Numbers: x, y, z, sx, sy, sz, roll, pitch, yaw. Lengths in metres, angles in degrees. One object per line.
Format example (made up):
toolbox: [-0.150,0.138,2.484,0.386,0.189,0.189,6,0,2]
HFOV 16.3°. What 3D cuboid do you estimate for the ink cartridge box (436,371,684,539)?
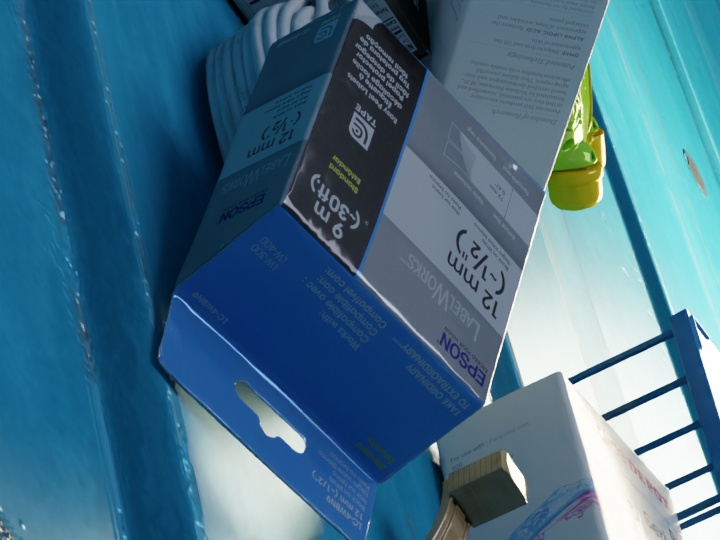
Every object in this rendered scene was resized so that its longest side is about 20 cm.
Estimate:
ink cartridge box: [0.120,0.177,1.311,0.145,0.087,0.201,47,22,-43]

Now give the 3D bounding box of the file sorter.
file sorter: [0.203,0.151,1.538,0.200,0.122,0.139,48,22,-44]

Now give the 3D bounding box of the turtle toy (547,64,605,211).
turtle toy: [0.112,-0.126,1.712,0.200,0.100,0.147,-72,156,-71]

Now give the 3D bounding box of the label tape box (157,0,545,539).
label tape box: [0.000,0.000,1.120,0.143,0.066,0.201,44,42,-27]

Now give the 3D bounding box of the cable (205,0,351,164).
cable: [-0.008,-0.041,1.278,0.201,0.069,0.200,60,18,-14]

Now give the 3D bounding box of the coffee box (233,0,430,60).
coffee box: [-0.044,-0.203,1.385,0.200,0.079,0.113,53,19,-32]

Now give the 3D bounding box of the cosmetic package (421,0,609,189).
cosmetic package: [0.074,-0.114,1.419,0.113,0.080,0.201,-95,-164,-53]

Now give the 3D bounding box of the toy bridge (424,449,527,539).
toy bridge: [0.045,0.163,1.133,0.027,0.067,0.201,54,21,-28]
